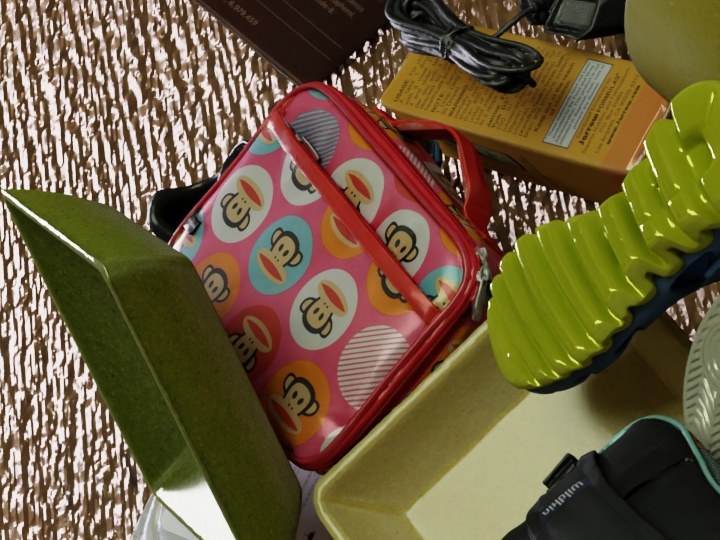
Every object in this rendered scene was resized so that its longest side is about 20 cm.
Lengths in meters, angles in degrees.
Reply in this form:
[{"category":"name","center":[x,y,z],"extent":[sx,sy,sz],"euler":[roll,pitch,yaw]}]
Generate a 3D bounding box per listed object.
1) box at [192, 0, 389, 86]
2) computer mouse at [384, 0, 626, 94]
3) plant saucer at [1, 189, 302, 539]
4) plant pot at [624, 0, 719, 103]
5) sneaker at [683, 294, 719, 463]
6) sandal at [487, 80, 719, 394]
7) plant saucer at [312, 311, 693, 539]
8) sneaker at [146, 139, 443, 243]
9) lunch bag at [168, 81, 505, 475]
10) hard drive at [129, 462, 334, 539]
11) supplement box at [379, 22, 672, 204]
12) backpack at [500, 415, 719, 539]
[{"category":"box","center":[-0.033,-0.252,1.699],"extent":[0.200,0.164,0.166],"euler":[-41,42,12]},{"category":"computer mouse","center":[0.113,-0.152,1.535],"extent":[0.200,0.046,0.140],"euler":[-35,36,-22]},{"category":"plant saucer","center":[-0.099,0.050,1.468],"extent":[0.048,0.201,0.200],"euler":[-30,21,-13]},{"category":"plant pot","center":[0.246,-0.114,1.348],"extent":[0.200,0.200,0.142],"euler":[-44,53,10]},{"category":"sneaker","center":[0.214,0.007,1.270],"extent":[0.075,0.084,0.201],"euler":[44,120,39]},{"category":"sandal","center":[0.138,-0.005,1.328],"extent":[0.200,0.087,0.080],"euler":[-40,54,36]},{"category":"plant saucer","center":[0.105,0.118,1.383],"extent":[0.200,0.048,0.200],"euler":[-44,61,11]},{"category":"sneaker","center":[-0.039,-0.035,1.619],"extent":[0.199,0.083,0.071],"euler":[-12,55,35]},{"category":"lunch bag","center":[0.000,0.000,1.496],"extent":[0.176,0.082,0.200],"euler":[-50,47,11]},{"category":"hard drive","center":[-0.031,0.127,1.538],"extent":[0.199,0.038,0.140],"euler":[16,75,46]},{"category":"supplement box","center":[0.105,-0.082,1.535],"extent":[0.199,0.066,0.069],"euler":[17,75,46]},{"category":"backpack","center":[0.119,0.174,1.212],"extent":[0.175,0.154,0.200],"euler":[-35,11,-2]}]
